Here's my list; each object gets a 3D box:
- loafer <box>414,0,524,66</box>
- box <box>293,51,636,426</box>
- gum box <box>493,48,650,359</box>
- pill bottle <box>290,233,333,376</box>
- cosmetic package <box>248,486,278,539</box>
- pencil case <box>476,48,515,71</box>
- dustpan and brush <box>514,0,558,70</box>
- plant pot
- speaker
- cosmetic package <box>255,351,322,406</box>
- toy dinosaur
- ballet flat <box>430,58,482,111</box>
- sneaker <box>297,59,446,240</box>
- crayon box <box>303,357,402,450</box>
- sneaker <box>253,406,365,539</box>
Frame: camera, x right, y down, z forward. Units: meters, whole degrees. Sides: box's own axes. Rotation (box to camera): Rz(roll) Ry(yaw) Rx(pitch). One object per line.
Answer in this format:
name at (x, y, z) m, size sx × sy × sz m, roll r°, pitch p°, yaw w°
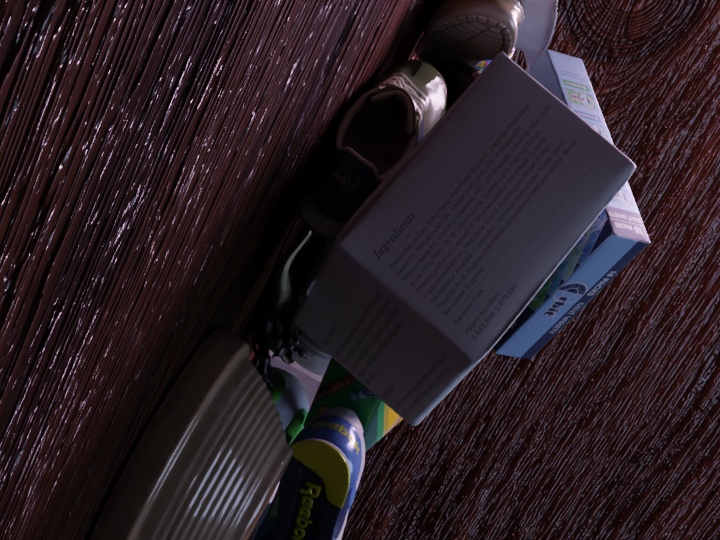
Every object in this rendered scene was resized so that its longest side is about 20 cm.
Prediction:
loafer at (0.093, -0.221, 1.390) m, size 0.200 × 0.075 × 0.069 m, roll 174°, pitch -65°, yaw -78°
box at (0.070, -0.017, 1.170) m, size 0.200 × 0.131 × 0.199 m, roll -49°, pitch 177°, yaw -20°
gum box at (0.151, -0.056, 1.354) m, size 0.170 × 0.044 × 0.201 m, roll -49°, pitch -137°, yaw 40°
pill bottle at (0.000, 0.000, 1.451) m, size 0.201 × 0.110 × 0.111 m, roll -62°, pitch 177°, yaw 33°
cosmetic package at (-0.121, 0.212, 1.478) m, size 0.072 × 0.101 × 0.200 m, roll -60°, pitch 176°, yaw 1°
pencil case at (0.100, -0.185, 1.692) m, size 0.078 × 0.087 × 0.201 m, roll -30°, pitch 157°, yaw -37°
dustpan and brush at (0.151, -0.222, 1.447) m, size 0.140 × 0.057 × 0.202 m, roll -159°, pitch -105°, yaw -75°
plant pot at (-0.110, 0.149, 1.137) m, size 0.202 × 0.092 × 0.201 m, roll -62°, pitch 177°, yaw -5°
speaker at (-0.099, 0.143, 1.354) m, size 0.089 × 0.088 × 0.200 m, roll -62°, pitch 177°, yaw 16°
cosmetic package at (-0.069, 0.121, 1.667) m, size 0.107 × 0.090 × 0.201 m, roll -58°, pitch 173°, yaw -38°
toy dinosaur at (-0.066, 0.045, 1.341) m, size 0.200 × 0.047 × 0.089 m, roll 109°, pitch -11°, yaw -58°
ballet flat at (0.088, -0.159, 1.429) m, size 0.200 × 0.056 × 0.067 m, roll -154°, pitch -124°, yaw -70°
sneaker at (0.026, -0.112, 1.221) m, size 0.201 × 0.067 × 0.090 m, roll -55°, pitch 179°, yaw -39°
crayon box at (0.042, 0.068, 1.400) m, size 0.200 × 0.058 × 0.119 m, roll -37°, pitch 157°, yaw -45°
sneaker at (-0.040, 0.197, 1.336) m, size 0.082 × 0.074 × 0.201 m, roll -64°, pitch 177°, yaw -53°
